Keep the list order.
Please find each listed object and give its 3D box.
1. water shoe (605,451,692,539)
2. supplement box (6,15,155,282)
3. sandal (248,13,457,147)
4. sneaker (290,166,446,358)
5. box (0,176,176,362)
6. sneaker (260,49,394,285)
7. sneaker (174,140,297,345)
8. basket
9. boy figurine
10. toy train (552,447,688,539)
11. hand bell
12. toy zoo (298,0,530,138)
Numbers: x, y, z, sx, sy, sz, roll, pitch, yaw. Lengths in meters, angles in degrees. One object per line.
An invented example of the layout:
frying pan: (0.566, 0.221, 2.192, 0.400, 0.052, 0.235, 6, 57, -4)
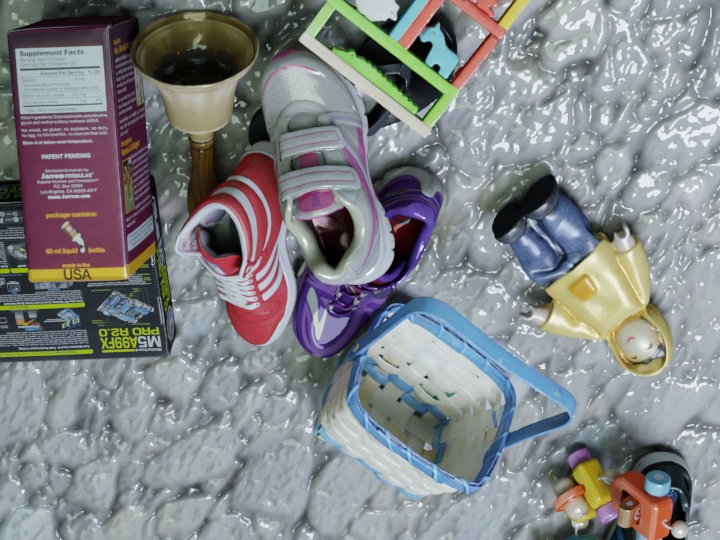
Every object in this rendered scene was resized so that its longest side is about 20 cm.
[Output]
water shoe: (0.263, 0.265, 1.681, 0.071, 0.079, 0.202, 4, 119, 1)
supplement box: (-0.223, -0.100, 1.461, 0.085, 0.110, 0.202, -2, 101, 5)
sandal: (-0.003, -0.138, 1.494, 0.199, 0.043, 0.076, -32, 113, 19)
sneaker: (0.000, 0.000, 1.548, 0.080, 0.084, 0.201, 28, 118, -11)
box: (-0.270, 0.001, 1.587, 0.198, 0.044, 0.162, -3, 119, 5)
sneaker: (-0.029, -0.078, 1.445, 0.081, 0.088, 0.202, -18, 99, 15)
sneaker: (-0.104, 0.000, 1.523, 0.071, 0.113, 0.201, 18, 128, 19)
basket: (0.063, 0.104, 1.556, 0.176, 0.140, 0.200, 37, 145, -19)
boy figurine: (0.195, 0.016, 1.557, 0.124, 0.065, 0.200, -35, 108, 18)
toy train: (0.219, 0.249, 1.639, 0.055, 0.150, 0.202, -15, 128, -28)
hand bell: (-0.130, -0.103, 1.511, 0.103, 0.105, 0.201, 1, 132, 3)
toy zoo: (0.060, -0.223, 1.429, 0.131, 0.020, 0.200, 37, 102, -8)
